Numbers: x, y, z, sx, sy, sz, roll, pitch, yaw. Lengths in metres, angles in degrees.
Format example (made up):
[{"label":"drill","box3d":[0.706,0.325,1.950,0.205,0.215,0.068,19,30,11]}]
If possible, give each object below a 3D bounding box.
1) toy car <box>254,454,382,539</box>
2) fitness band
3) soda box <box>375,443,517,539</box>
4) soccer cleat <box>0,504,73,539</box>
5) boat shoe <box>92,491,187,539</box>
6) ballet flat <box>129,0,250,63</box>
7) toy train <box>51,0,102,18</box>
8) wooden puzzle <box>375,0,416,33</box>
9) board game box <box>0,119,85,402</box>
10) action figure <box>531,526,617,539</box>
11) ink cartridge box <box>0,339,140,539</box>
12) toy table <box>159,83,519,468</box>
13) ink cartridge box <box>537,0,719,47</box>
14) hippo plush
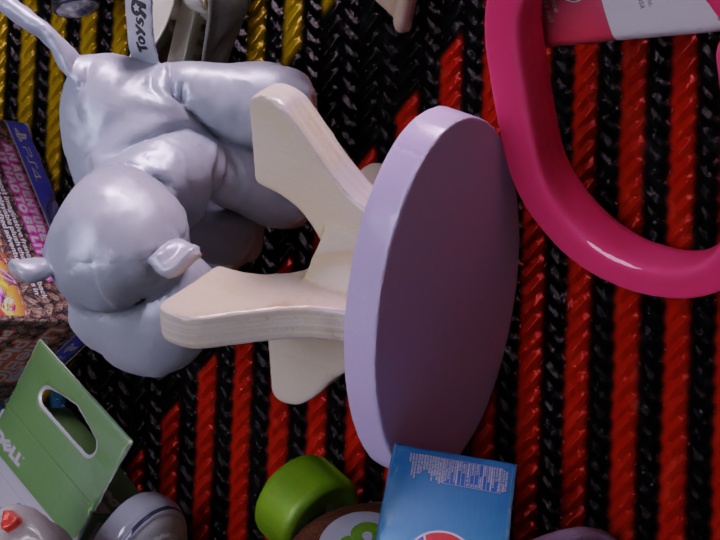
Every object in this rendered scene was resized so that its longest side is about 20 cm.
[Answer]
[{"label":"toy car","box3d":[-0.051,0.194,1.035,0.164,0.200,0.158,38,111,35]},{"label":"fitness band","box3d":[0.129,-0.077,0.949,0.143,0.037,0.200,14,132,34]},{"label":"soda box","box3d":[0.030,0.183,0.952,0.068,0.064,0.200,99,-178,-49]},{"label":"soccer cleat","box3d":[-0.146,0.211,1.099,0.069,0.078,0.200,-38,60,12]},{"label":"boat shoe","box3d":[-0.127,0.233,1.180,0.086,0.074,0.202,31,109,38]},{"label":"ballet flat","box3d":[-0.118,-0.098,1.204,0.067,0.064,0.201,23,102,39]},{"label":"toy train","box3d":[-0.165,-0.258,1.251,0.114,0.085,0.201,-16,75,26]},{"label":"wooden puzzle","box3d":[-0.007,-0.256,1.106,0.200,0.037,0.185,51,145,33]},{"label":"board game box","box3d":[-0.281,-0.010,1.246,0.097,0.200,0.160,-41,62,32]},{"label":"action figure","box3d":[0.088,0.244,0.966,0.149,0.134,0.201,-132,45,-57]},{"label":"ink cartridge box","box3d":[-0.192,0.152,1.250,0.104,0.059,0.200,44,114,33]},{"label":"toy table","box3d":[0.000,0.000,1.034,0.117,0.184,0.201,20,116,31]},{"label":"ink cartridge box","box3d":[0.163,-0.189,0.925,0.200,0.084,0.145,-1,115,40]},{"label":"hippo plush","box3d":[-0.099,-0.038,1.087,0.159,0.200,0.161,-10,41,7]}]
